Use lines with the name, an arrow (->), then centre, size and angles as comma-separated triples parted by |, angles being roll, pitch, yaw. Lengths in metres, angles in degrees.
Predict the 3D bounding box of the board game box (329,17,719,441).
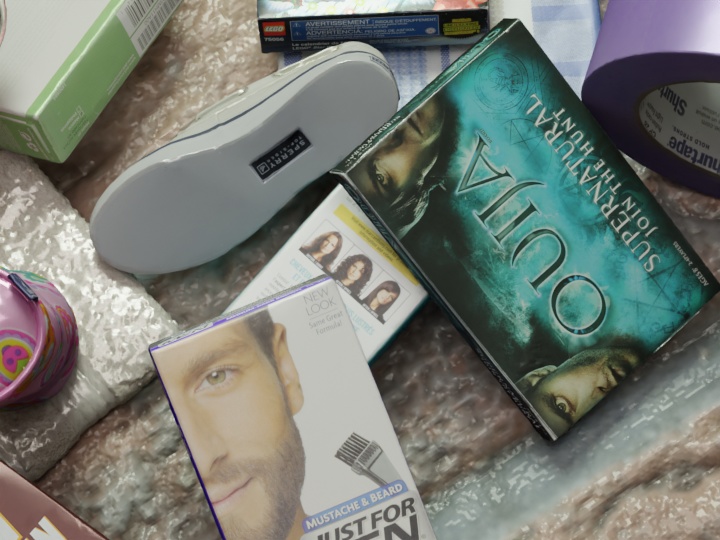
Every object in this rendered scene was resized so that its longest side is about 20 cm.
board game box -> 0.095, -0.022, 1.569 | 0.135, 0.028, 0.200 | -42, 105, -10

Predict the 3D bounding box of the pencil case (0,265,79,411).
pencil case -> -0.199, 0.034, 1.500 | 0.087, 0.200, 0.088 | 0, 87, 1

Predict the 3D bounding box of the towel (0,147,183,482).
towel -> -0.208, 0.013, 1.630 | 0.132, 0.034, 0.200 | -41, 72, -10

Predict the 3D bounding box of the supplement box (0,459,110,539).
supplement box -> -0.188, 0.194, 1.474 | 0.200, 0.197, 0.133 | 34, 76, 16

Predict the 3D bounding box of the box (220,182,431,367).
box -> 0.000, 0.000, 1.595 | 0.082, 0.049, 0.200 | 42, 82, 4

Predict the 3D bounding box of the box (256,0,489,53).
box -> 0.006, -0.225, 1.681 | 0.137, 0.040, 0.200 | -3, 60, 1

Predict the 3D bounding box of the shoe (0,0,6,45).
shoe -> -0.240, -0.098, 1.569 | 0.091, 0.071, 0.200 | -8, 100, 43

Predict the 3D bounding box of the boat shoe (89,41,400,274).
boat shoe -> -0.068, -0.069, 1.614 | 0.200, 0.070, 0.071 | -34, 110, 9

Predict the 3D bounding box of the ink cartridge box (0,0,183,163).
ink cartridge box -> -0.223, -0.150, 1.675 | 0.200, 0.048, 0.146 | 15, 59, 33

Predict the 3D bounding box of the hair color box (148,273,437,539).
hair color box -> -0.030, 0.114, 1.525 | 0.109, 0.065, 0.200 | -22, 92, -4

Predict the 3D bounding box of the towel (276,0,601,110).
towel -> 0.046, -0.134, 1.671 | 0.200, 0.024, 0.147 | -4, 67, 1

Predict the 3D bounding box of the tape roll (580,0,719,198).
tape roll -> 0.229, -0.109, 1.552 | 0.200, 0.200, 0.085 | 16, 72, 10
